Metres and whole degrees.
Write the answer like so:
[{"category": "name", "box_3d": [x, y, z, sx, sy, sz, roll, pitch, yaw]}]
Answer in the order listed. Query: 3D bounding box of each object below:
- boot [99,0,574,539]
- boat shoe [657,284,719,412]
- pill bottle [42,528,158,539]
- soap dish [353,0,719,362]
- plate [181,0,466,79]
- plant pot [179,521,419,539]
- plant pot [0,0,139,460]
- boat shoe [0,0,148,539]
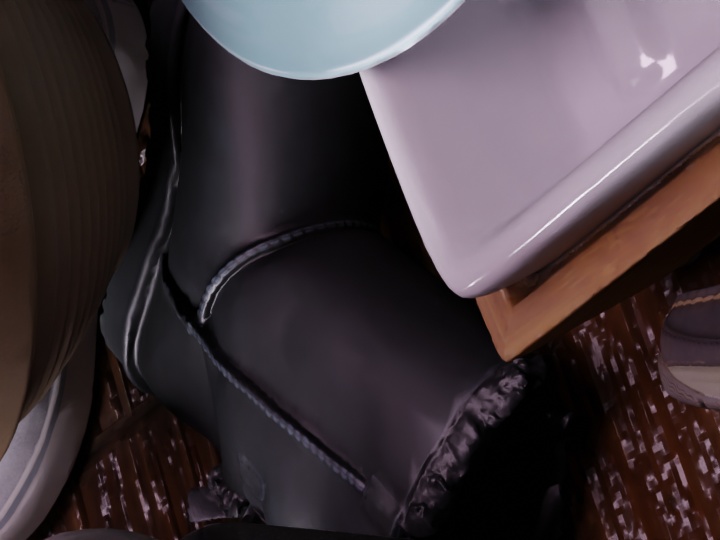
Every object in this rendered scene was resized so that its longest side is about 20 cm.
[{"category": "boot", "box_3d": [-0.001, 0.000, 0.756, 0.162, 0.073, 0.199, 45, 128, 42]}, {"category": "boat shoe", "box_3d": [0.155, -0.003, 0.591, 0.199, 0.074, 0.074, -9, 72, 39]}, {"category": "pill bottle", "box_3d": [-0.116, 0.174, 0.852, 0.200, 0.112, 0.113, -44, 58, 39]}, {"category": "soap dish", "box_3d": [0.081, -0.094, 0.659, 0.200, 0.081, 0.158, -40, 60, 40]}, {"category": "plate", "box_3d": [-0.013, -0.150, 0.690, 0.200, 0.025, 0.201, -7, 81, 52]}, {"category": "plant pot", "box_3d": [0.007, 0.175, 0.666, 0.200, 0.199, 0.178, -52, 44, 35]}, {"category": "plant pot", "box_3d": [-0.128, -0.035, 0.791, 0.200, 0.092, 0.202, 26, 123, 47]}, {"category": "boat shoe", "box_3d": [-0.123, -0.001, 0.896, 0.072, 0.068, 0.201, 34, 114, 43]}]
